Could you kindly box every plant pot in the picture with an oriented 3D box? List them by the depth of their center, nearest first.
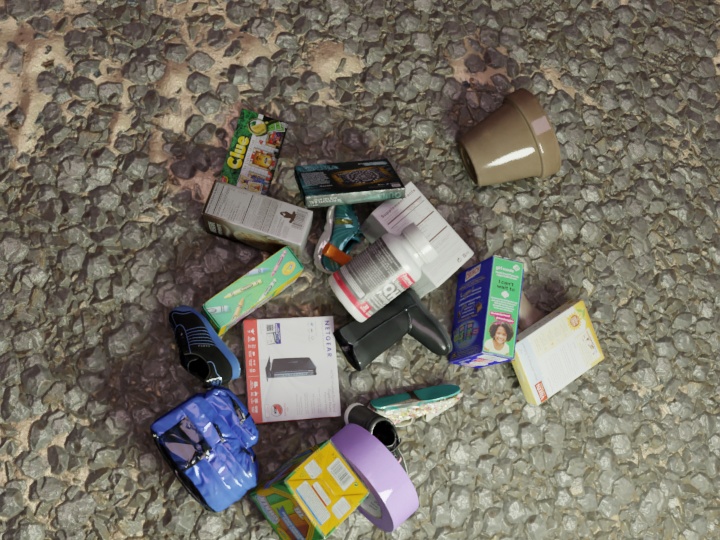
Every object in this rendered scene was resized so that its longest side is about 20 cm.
[{"bbox_3d":[0.310,-0.270,1.711,0.174,0.200,0.200,-24,83,0],"label":"plant pot"}]

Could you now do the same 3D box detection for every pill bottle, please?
[{"bbox_3d":[0.046,-0.001,1.515,0.200,0.111,0.111,-38,88,5],"label":"pill bottle"}]

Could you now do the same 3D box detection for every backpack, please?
[{"bbox_3d":[-0.261,0.319,1.417,0.168,0.163,0.200,-33,90,-5],"label":"backpack"}]

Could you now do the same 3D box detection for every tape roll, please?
[{"bbox_3d":[0.015,0.381,1.457,0.066,0.200,0.200,-36,87,-24],"label":"tape roll"}]

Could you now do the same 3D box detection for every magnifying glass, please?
[{"bbox_3d":[0.000,0.000,1.592,0.200,0.022,0.080,33,80,-39],"label":"magnifying glass"}]

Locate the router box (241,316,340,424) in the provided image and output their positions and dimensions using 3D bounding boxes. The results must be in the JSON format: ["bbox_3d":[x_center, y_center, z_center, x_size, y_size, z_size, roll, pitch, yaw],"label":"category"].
[{"bbox_3d":[-0.137,0.193,1.547,0.179,0.049,0.200,-3,77,-14],"label":"router box"}]

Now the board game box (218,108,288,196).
[{"bbox_3d":[-0.223,-0.233,1.634,0.105,0.023,0.200,16,68,-8],"label":"board game box"}]

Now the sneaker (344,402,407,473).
[{"bbox_3d":[0.047,0.344,1.504,0.071,0.099,0.200,-39,112,-20],"label":"sneaker"}]

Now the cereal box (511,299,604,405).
[{"bbox_3d":[0.403,0.167,1.638,0.200,0.040,0.144,-28,104,-22],"label":"cereal box"}]

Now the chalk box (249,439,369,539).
[{"bbox_3d":[-0.104,0.407,1.424,0.124,0.200,0.125,-36,88,-39],"label":"chalk box"}]

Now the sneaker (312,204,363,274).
[{"bbox_3d":[-0.028,-0.085,1.619,0.080,0.078,0.200,13,81,22],"label":"sneaker"}]

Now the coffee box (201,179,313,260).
[{"bbox_3d":[-0.201,-0.095,1.554,0.200,0.114,0.080,18,72,0],"label":"coffee box"}]

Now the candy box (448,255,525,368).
[{"bbox_3d":[0.253,0.087,1.606,0.077,0.169,0.200,12,74,-14],"label":"candy box"}]

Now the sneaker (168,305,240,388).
[{"bbox_3d":[-0.309,0.139,1.466,0.078,0.070,0.200,-18,48,-44],"label":"sneaker"}]

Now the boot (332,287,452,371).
[{"bbox_3d":[0.066,0.142,1.577,0.200,0.066,0.165,-28,72,-36],"label":"boot"}]

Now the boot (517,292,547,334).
[{"bbox_3d":[0.362,0.102,1.690,0.146,0.070,0.200,16,74,-16],"label":"boot"}]

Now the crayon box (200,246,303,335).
[{"bbox_3d":[-0.211,0.043,1.528,0.200,0.119,0.058,-36,87,-19],"label":"crayon box"}]

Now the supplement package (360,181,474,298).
[{"bbox_3d":[0.113,-0.061,1.634,0.117,0.117,0.200,-41,88,-19],"label":"supplement package"}]

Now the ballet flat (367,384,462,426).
[{"bbox_3d":[0.109,0.276,1.588,0.200,0.076,0.064,-8,110,-11],"label":"ballet flat"}]

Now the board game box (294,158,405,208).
[{"bbox_3d":[-0.024,-0.177,1.580,0.200,0.028,0.135,-6,35,-12],"label":"board game box"}]
